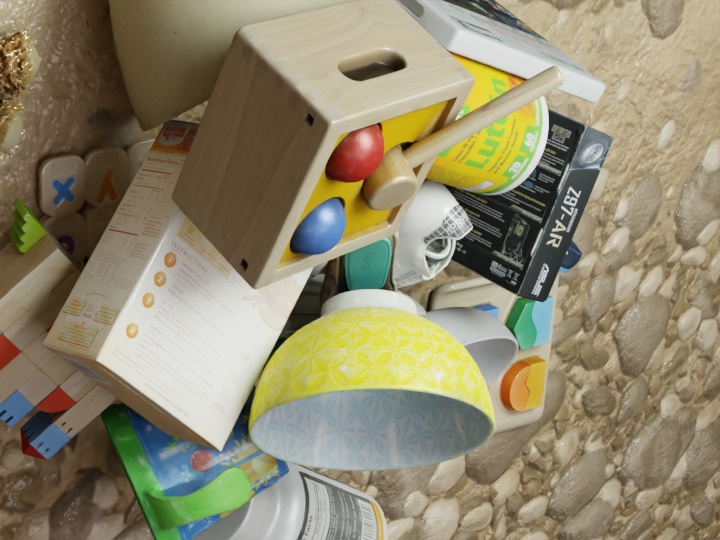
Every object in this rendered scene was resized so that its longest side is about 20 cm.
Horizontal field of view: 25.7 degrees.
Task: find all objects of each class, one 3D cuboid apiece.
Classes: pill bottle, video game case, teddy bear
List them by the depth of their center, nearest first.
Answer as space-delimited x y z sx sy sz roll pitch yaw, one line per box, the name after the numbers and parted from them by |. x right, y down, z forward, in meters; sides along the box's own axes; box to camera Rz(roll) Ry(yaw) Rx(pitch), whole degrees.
-0.316 -0.134 1.138 0.199 0.067 0.146 -20 133 -41 | teddy bear
0.055 -0.134 1.305 0.199 0.111 0.112 12 103 -44 | pill bottle
0.096 -0.216 1.371 0.199 0.182 0.024 11 116 -44 | video game case
-0.072 0.241 1.499 0.199 0.116 0.117 30 90 -45 | pill bottle

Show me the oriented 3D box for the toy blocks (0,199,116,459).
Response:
-0.257 0.060 1.251 0.136 0.100 0.200 -40 133 -4 | toy blocks

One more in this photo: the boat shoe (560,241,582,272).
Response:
0.174 -0.062 1.587 0.069 0.084 0.200 -49 138 6 | boat shoe

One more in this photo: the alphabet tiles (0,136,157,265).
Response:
-0.214 -0.011 1.316 0.198 0.015 0.198 -16 121 -36 | alphabet tiles

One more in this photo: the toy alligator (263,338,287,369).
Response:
-0.070 0.059 1.456 0.198 0.054 0.060 -16 136 -26 | toy alligator

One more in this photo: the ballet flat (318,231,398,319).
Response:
0.000 0.000 1.314 0.067 0.068 0.201 -1 145 -12 | ballet flat

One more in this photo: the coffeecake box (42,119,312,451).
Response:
-0.128 0.011 1.216 0.153 0.073 0.202 43 67 -43 | coffeecake box

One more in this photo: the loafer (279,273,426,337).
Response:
-0.038 0.040 1.402 0.198 0.070 0.071 8 105 -18 | loafer

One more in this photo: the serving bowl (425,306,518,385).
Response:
0.052 0.092 1.532 0.198 0.066 0.201 -25 158 -10 | serving bowl

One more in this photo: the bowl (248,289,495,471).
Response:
0.007 0.080 1.264 0.199 0.199 0.109 26 53 -45 | bowl

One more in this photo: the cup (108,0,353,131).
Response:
-0.113 -0.218 1.199 0.199 0.200 0.144 -33 101 -25 | cup

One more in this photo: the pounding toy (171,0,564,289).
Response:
0.005 -0.096 1.123 0.199 0.142 0.185 -22 149 -44 | pounding toy

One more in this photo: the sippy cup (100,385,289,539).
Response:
-0.136 0.155 1.339 0.129 0.179 0.140 -24 144 -11 | sippy cup

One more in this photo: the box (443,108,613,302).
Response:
0.119 -0.083 1.446 0.043 0.199 0.162 14 101 -44 | box

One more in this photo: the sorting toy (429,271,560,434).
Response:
0.141 0.095 1.672 0.184 0.036 0.202 -11 118 -38 | sorting toy

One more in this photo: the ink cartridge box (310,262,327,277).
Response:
-0.034 -0.120 1.371 0.200 0.086 0.147 -48 134 -9 | ink cartridge box

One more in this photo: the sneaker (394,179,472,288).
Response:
0.037 -0.016 1.437 0.077 0.080 0.200 -49 175 -29 | sneaker
